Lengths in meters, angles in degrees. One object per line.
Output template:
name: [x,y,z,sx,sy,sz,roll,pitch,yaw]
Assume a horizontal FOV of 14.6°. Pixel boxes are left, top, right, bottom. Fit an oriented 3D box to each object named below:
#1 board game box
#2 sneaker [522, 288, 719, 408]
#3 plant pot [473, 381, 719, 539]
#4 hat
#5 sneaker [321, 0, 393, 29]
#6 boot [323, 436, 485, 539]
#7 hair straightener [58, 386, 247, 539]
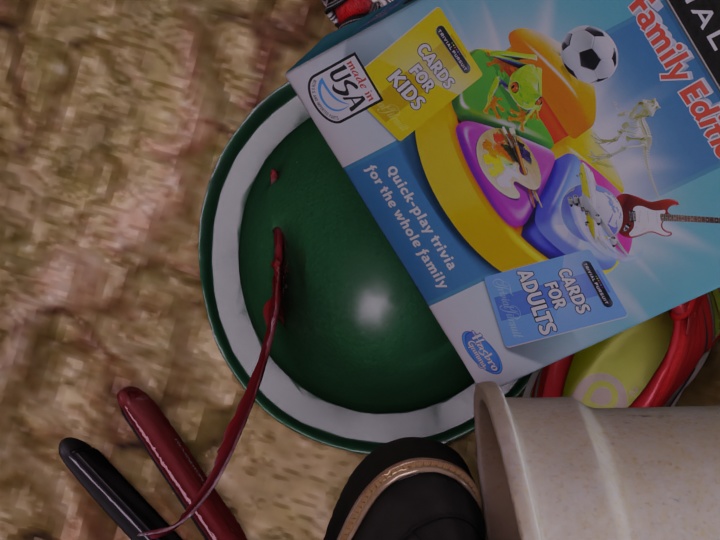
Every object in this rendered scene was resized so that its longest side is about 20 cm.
board game box: [0.092,-0.059,1.061,0.200,0.047,0.151,-27,101,32]
sneaker: [0.131,0.001,1.174,0.077,0.085,0.201,25,83,8]
plant pot: [0.150,0.127,1.070,0.183,0.200,0.201,-9,85,-2]
hat: [0.000,0.000,1.147,0.165,0.176,0.201,-5,86,7]
sneaker: [0.014,-0.121,1.167,0.199,0.078,0.082,25,78,-19]
boot: [0.006,0.185,1.118,0.077,0.138,0.201,7,113,-14]
hair straightener: [-0.069,0.151,1.223,0.077,0.041,0.200,-38,87,9]
